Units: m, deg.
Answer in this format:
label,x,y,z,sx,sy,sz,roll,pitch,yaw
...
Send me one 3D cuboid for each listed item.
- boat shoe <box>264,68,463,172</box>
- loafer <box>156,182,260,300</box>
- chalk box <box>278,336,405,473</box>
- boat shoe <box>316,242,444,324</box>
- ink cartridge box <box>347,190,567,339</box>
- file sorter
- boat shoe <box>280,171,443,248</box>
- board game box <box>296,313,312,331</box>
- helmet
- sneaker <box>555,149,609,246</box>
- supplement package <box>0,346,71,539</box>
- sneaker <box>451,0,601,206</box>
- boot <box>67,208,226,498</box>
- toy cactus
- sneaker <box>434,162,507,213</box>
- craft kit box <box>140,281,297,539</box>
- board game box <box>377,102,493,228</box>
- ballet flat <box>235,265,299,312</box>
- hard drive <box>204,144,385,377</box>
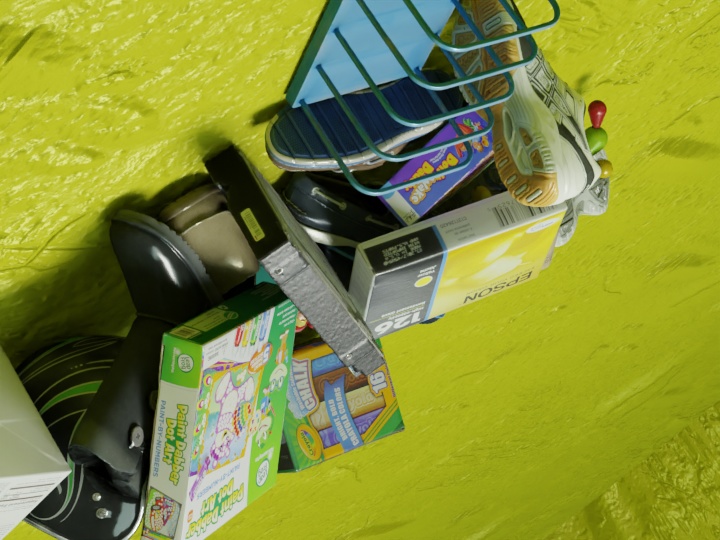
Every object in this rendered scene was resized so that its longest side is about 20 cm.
label,x,y,z,sx,sy,sz,roll,pitch,yaw
boat shoe,-0.002,-0.118,1.576,0.200,0.072,0.072,-16,161,-30
loafer,-0.127,-0.018,1.623,0.076,0.067,0.200,-33,160,-1
chalk box,-0.076,0.147,1.941,0.200,0.124,0.125,-16,-178,-37
boat shoe,0.000,0.000,1.799,0.200,0.084,0.069,35,125,-31
ink cartridge box,0.083,0.005,1.689,0.197,0.047,0.200,-21,155,-16
file sorter,0.053,-0.174,1.457,0.139,0.123,0.200,-20,155,-32
boat shoe,0.013,-0.057,1.696,0.200,0.075,0.062,12,120,-28
board game box,-0.053,0.026,1.866,0.158,0.039,0.200,-32,160,-3
helmet,-0.241,0.152,1.660,0.191,0.200,0.200,-64,159,-5
sneaker,0.206,-0.087,1.966,0.099,0.078,0.200,3,-160,32
supplement package,-0.375,0.144,1.501,0.111,0.156,0.200,-43,157,24
sneaker,0.144,-0.151,1.541,0.088,0.200,0.076,-11,171,-40
boot,-0.199,0.072,1.528,0.165,0.066,0.200,53,56,-43
toy cactus,0.187,-0.071,1.806,0.200,0.102,0.165,-44,144,-36
sneaker,0.087,-0.061,1.837,0.200,0.075,0.087,-16,159,-36
craft kit box,-0.123,0.128,1.593,0.200,0.048,0.198,-31,134,-64
board game box,0.104,-0.118,1.674,0.134,0.045,0.200,-42,178,24
ballet flat,-0.117,0.029,1.750,0.200,0.069,0.063,-26,-172,12
hard drive,-0.054,-0.005,1.566,0.038,0.140,0.200,-34,136,2
